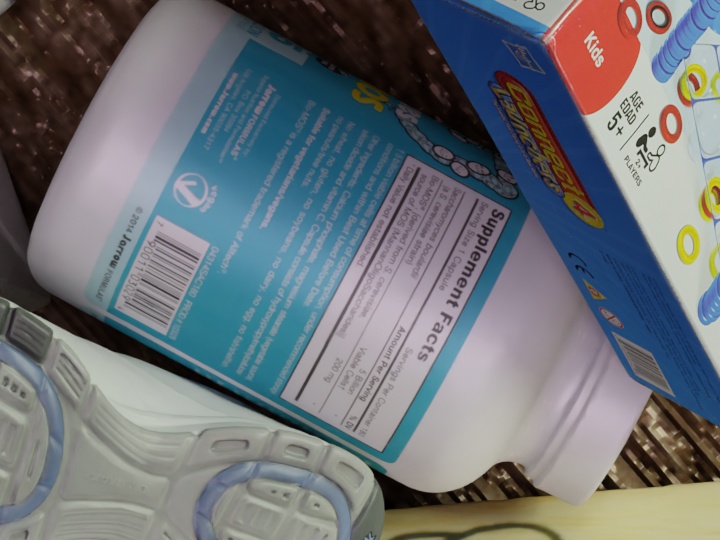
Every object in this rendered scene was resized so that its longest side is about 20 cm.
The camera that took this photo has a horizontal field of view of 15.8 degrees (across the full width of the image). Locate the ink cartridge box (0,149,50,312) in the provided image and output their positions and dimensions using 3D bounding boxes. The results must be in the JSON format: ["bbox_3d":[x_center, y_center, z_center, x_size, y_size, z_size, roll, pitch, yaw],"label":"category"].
[{"bbox_3d":[-0.219,0.013,0.868,0.199,0.116,0.067,-24,75,11],"label":"ink cartridge box"}]

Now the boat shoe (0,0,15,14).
[{"bbox_3d":[-0.181,-0.162,0.851,0.068,0.075,0.201,-32,99,7],"label":"boat shoe"}]

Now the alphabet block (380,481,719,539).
[{"bbox_3d":[0.047,0.198,0.843,0.199,0.196,0.198,-6,110,7],"label":"alphabet block"}]

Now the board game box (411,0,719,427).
[{"bbox_3d":[0.125,-0.083,0.748,0.196,0.056,0.200,-50,139,-13],"label":"board game box"}]

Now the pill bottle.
[{"bbox_3d":[0.000,0.000,0.851,0.199,0.111,0.111,29,105,-1],"label":"pill bottle"}]

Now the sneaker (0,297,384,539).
[{"bbox_3d":[-0.092,0.054,0.823,0.199,0.087,0.075,26,91,-21],"label":"sneaker"}]
